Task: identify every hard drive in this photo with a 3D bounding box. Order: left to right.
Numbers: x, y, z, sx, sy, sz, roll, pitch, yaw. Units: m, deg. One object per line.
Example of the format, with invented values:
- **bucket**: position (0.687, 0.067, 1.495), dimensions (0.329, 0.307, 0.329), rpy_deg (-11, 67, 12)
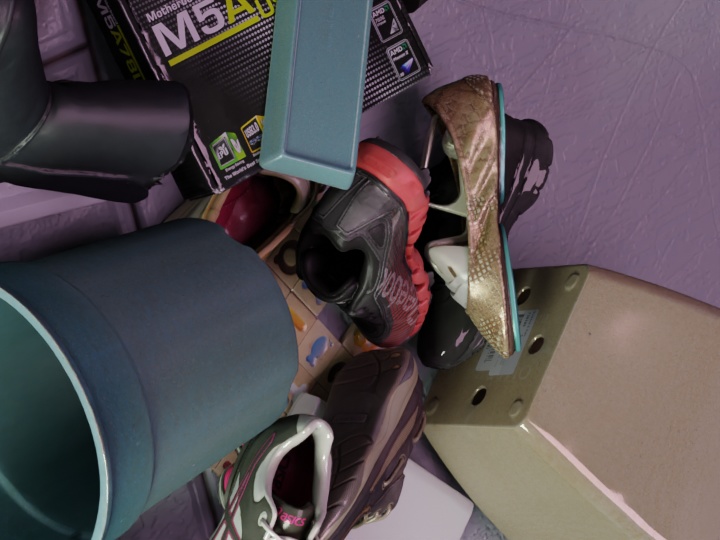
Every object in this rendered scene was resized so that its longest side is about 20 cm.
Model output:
- **hard drive**: position (-0.006, 0.189, 1.620), dimensions (0.200, 0.027, 0.132), rpy_deg (37, 75, -42)

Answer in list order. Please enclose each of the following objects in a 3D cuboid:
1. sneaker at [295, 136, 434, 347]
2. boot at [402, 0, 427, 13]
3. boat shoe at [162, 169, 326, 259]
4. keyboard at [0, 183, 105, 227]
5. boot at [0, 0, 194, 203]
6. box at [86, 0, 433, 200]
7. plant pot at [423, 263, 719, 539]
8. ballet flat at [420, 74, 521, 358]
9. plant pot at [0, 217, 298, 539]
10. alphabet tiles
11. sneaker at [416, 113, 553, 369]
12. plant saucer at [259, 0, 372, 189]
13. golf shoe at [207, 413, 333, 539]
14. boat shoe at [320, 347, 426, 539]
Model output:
- **sneaker**: position (0.000, 0.000, 1.516), dimensions (0.098, 0.071, 0.201), rpy_deg (-46, 155, -25)
- **boot**: position (0.040, -0.298, 1.531), dimensions (0.138, 0.077, 0.200), rpy_deg (-44, 139, -31)
- **boat shoe**: position (-0.057, -0.058, 1.491), dimensions (0.074, 0.066, 0.200), rpy_deg (48, 68, -28)
- **keyboard**: position (-0.223, -0.055, 1.389), dimensions (0.200, 0.011, 0.056), rpy_deg (-17, 106, -38)
- **boot**: position (-0.173, -0.108, 1.296), dimensions (0.168, 0.200, 0.077), rpy_deg (0, 59, -28)
- **box**: position (-0.071, -0.172, 1.435), dimensions (0.200, 0.047, 0.193), rpy_deg (-31, 102, -32)
- **plant pot**: position (0.164, 0.098, 1.649), dimensions (0.177, 0.200, 0.200), rpy_deg (35, 70, -26)
- **ballet flat**: position (0.074, -0.036, 1.561), dimensions (0.065, 0.071, 0.200), rpy_deg (-5, 85, -2)
- **plant pot**: position (-0.154, 0.065, 1.364), dimensions (0.196, 0.200, 0.201), rpy_deg (-25, 116, -44)
- **alphabet tiles**: position (-0.059, 0.050, 1.560), dimensions (0.200, 0.008, 0.167), rpy_deg (-56, 130, -18)
- **sneaker**: position (0.069, -0.028, 1.623), dimensions (0.091, 0.076, 0.200), rpy_deg (22, 78, -33)
- **plant saucer**: position (-0.022, -0.156, 1.429), dimensions (0.070, 0.019, 0.200), rpy_deg (13, 75, -32)
- **golf shoe**: position (-0.066, 0.182, 1.406), dimensions (0.077, 0.088, 0.200), rpy_deg (19, 68, -16)
- **boat shoe**: position (-0.002, 0.143, 1.530), dimensions (0.073, 0.074, 0.200), rpy_deg (56, 50, -32)
